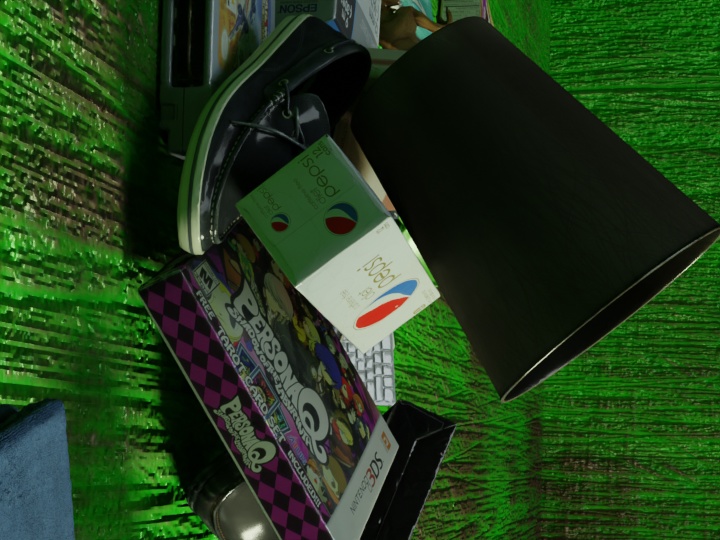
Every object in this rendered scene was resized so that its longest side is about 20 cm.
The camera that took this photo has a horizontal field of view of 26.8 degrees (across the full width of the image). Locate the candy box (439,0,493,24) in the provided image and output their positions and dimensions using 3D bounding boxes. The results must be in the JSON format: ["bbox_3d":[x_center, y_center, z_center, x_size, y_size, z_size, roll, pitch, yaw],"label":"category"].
[{"bbox_3d":[0.127,-0.238,1.843,0.117,0.056,0.201,61,33,-65],"label":"candy box"}]

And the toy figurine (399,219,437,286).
[{"bbox_3d":[0.097,-0.110,1.608,0.184,0.150,0.200,-85,-168,-61],"label":"toy figurine"}]

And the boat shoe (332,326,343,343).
[{"bbox_3d":[-0.048,0.037,1.047,0.063,0.072,0.201,52,45,-75],"label":"boat shoe"}]

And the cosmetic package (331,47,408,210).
[{"bbox_3d":[0.031,-0.101,1.084,0.200,0.087,0.104,-5,115,-40],"label":"cosmetic package"}]

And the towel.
[{"bbox_3d":[-0.156,0.159,0.624,0.112,0.048,0.201,-36,126,-75],"label":"towel"}]

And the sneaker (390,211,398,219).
[{"bbox_3d":[-0.001,-0.090,1.230,0.200,0.086,0.078,-49,137,-49],"label":"sneaker"}]

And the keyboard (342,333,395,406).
[{"bbox_3d":[0.000,0.000,1.121,0.056,0.011,0.201,6,76,-37],"label":"keyboard"}]

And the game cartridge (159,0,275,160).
[{"bbox_3d":[-0.087,-0.164,0.949,0.133,0.041,0.201,12,78,-73],"label":"game cartridge"}]

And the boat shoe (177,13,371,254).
[{"bbox_3d":[-0.050,-0.083,0.896,0.075,0.062,0.200,93,21,-44],"label":"boat shoe"}]

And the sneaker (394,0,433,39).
[{"bbox_3d":[0.059,-0.324,1.488,0.078,0.079,0.201,-58,147,-67],"label":"sneaker"}]

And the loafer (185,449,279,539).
[{"bbox_3d":[-0.054,0.164,0.970,0.072,0.073,0.200,52,-2,25],"label":"loafer"}]

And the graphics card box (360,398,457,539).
[{"bbox_3d":[0.011,0.175,1.140,0.200,0.051,0.126,117,-3,-73],"label":"graphics card box"}]

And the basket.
[{"bbox_3d":[0.095,-0.048,0.946,0.200,0.180,0.136,51,-18,13],"label":"basket"}]

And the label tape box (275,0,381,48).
[{"bbox_3d":[-0.028,-0.191,1.140,0.143,0.066,0.201,51,39,-70],"label":"label tape box"}]

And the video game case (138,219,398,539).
[{"bbox_3d":[-0.049,0.066,0.934,0.200,0.036,0.181,61,17,-8],"label":"video game case"}]

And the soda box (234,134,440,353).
[{"bbox_3d":[-0.008,-0.010,0.915,0.064,0.068,0.200,53,1,18],"label":"soda box"}]

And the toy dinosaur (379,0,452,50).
[{"bbox_3d":[0.036,-0.189,1.248,0.106,0.200,0.061,8,120,-40],"label":"toy dinosaur"}]
